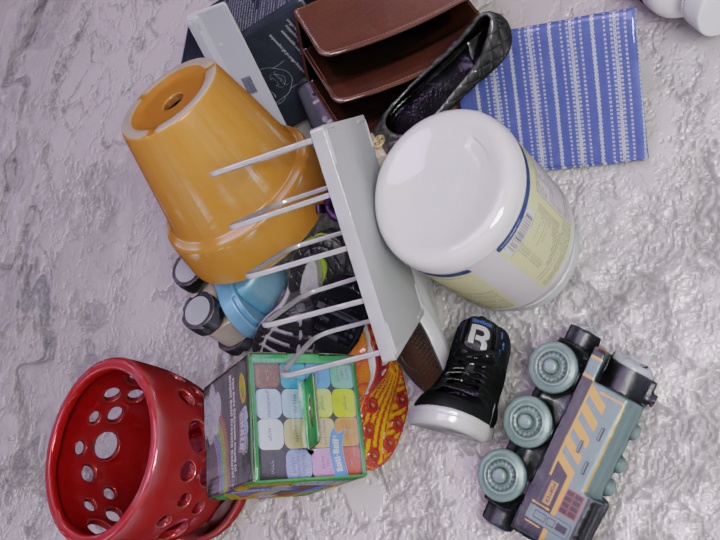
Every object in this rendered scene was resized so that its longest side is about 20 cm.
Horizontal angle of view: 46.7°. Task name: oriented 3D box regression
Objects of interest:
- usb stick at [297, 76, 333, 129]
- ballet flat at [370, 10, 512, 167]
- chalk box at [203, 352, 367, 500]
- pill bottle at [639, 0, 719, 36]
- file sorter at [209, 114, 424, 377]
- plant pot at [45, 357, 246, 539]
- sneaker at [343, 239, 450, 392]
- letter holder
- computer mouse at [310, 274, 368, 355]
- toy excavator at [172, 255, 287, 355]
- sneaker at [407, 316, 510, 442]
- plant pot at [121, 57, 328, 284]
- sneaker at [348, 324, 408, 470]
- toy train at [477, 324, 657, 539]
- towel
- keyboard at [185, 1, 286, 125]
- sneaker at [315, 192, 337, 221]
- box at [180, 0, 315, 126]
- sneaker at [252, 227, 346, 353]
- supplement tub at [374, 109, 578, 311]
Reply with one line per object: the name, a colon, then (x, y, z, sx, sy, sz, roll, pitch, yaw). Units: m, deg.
usb stick: (-0.019, -0.138, 0.978, 0.055, 0.032, 0.204, -24, 84, 26)
ballet flat: (0.069, -0.180, 0.836, 0.200, 0.056, 0.067, -45, 57, 15)
chalk box: (-0.073, 0.157, 0.850, 0.199, 0.121, 0.128, -35, 56, 56)
pill bottle: (0.293, -0.318, 0.800, 0.112, 0.111, 0.202, -43, 55, 16)
file sorter: (-0.036, -0.021, 0.770, 0.122, 0.139, 0.204, -16, 99, 19)
plant pot: (-0.236, 0.217, 0.969, 0.197, 0.181, 0.206, -12, 69, 32)
sneaker: (0.062, 0.031, 0.888, 0.073, 0.084, 0.203, -37, 76, 51)
letter holder: (0.048, -0.238, 0.905, 0.197, 0.101, 0.144, -25, 59, -10)
computer mouse: (0.000, 0.000, 0.855, 0.058, 0.034, 0.203, 26, 108, 7)
toy excavator: (-0.129, -0.024, 1.037, 0.197, 0.100, 0.197, -30, 56, 10)
sneaker: (0.094, 0.093, 0.761, 0.071, 0.200, 0.115, 11, 81, 15)
plant pot: (-0.160, -0.122, 0.927, 0.196, 0.184, 0.203, -20, 42, 19)
sneaker: (0.005, 0.117, 0.910, 0.076, 0.072, 0.205, -27, 53, 42)
toy train: (0.186, 0.155, 0.754, 0.112, 0.085, 0.203, 26, 89, 26)
towel: (0.187, -0.174, 0.844, 0.196, 0.024, 0.148, 0, 109, 35)
keyboard: (-0.139, -0.219, 0.994, 0.055, 0.202, 0.011, -14, 37, 18)
sneaker: (0.049, -0.090, 0.884, 0.197, 0.087, 0.076, -21, 92, 24)
box: (-0.102, -0.273, 1.037, 0.197, 0.148, 0.109, -22, 49, 28)
sneaker: (-0.063, 0.038, 0.976, 0.073, 0.081, 0.202, 31, 114, 2)
supplement tub: (0.117, -0.046, 0.783, 0.142, 0.199, 0.149, -11, 68, 29)
